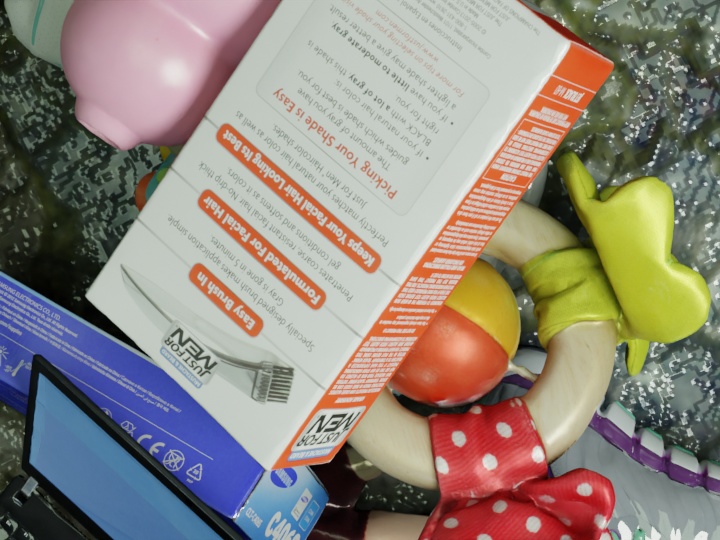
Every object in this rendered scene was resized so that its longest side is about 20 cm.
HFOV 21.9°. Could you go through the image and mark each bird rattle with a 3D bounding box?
[{"bbox_3d":[0.055,0.043,0.781,0.162,0.113,0.201,27,88,17],"label":"bird rattle"}]

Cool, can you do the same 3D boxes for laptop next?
[{"bbox_3d":[-0.116,0.167,0.789,0.177,0.103,0.200,40,97,11],"label":"laptop"}]

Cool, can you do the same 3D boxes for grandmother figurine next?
[{"bbox_3d":[0.000,0.134,0.869,0.198,0.061,0.122,10,100,6],"label":"grandmother figurine"}]

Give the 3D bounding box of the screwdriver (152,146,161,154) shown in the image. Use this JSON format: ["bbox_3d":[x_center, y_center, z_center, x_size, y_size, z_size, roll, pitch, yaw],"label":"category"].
[{"bbox_3d":[-0.053,-0.144,0.862,0.029,0.028,0.201,15,102,-23],"label":"screwdriver"}]

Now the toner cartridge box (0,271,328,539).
[{"bbox_3d":[-0.114,0.059,0.832,0.199,0.095,0.043,28,77,20],"label":"toner cartridge box"}]

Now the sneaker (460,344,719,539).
[{"bbox_3d":[0.123,0.120,0.827,0.199,0.075,0.088,31,58,11],"label":"sneaker"}]

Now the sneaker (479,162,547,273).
[{"bbox_3d":[0.000,0.000,0.835,0.200,0.085,0.073,-43,70,10],"label":"sneaker"}]

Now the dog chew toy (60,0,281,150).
[{"bbox_3d":[-0.052,-0.138,0.773,0.124,0.125,0.201,34,85,4],"label":"dog chew toy"}]

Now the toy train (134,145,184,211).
[{"bbox_3d":[-0.025,-0.064,0.806,0.199,0.151,0.056,-31,128,13],"label":"toy train"}]

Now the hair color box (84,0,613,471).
[{"bbox_3d":[-0.006,-0.034,0.730,0.111,0.064,0.200,41,103,21],"label":"hair color box"}]

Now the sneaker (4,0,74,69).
[{"bbox_3d":[-0.112,-0.186,0.844,0.080,0.070,0.202,18,98,14],"label":"sneaker"}]
